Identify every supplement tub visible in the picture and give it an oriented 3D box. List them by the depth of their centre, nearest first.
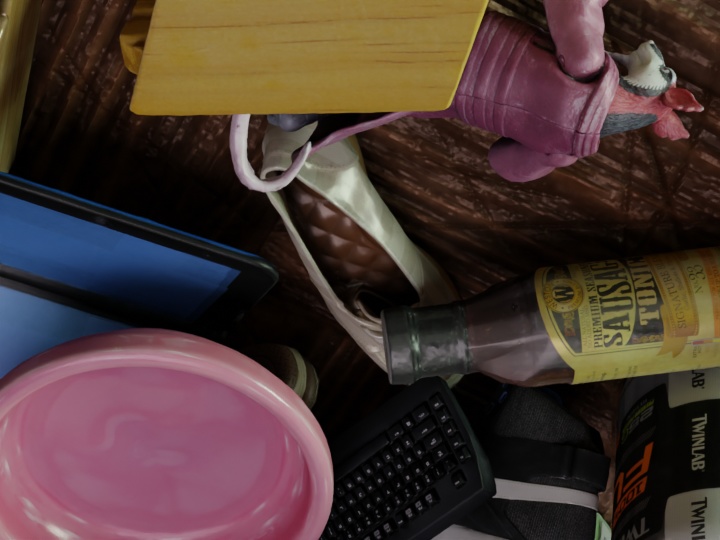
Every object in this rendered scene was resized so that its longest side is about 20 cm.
[{"bbox_3d":[0.194,0.136,0.900,0.122,0.200,0.123,5,128,7],"label":"supplement tub"}]

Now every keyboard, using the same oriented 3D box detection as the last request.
[{"bbox_3d":[-0.008,0.149,0.950,0.200,0.040,0.104,-41,72,32],"label":"keyboard"}]

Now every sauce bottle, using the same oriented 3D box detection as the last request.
[{"bbox_3d":[0.112,0.029,0.891,0.200,0.066,0.066,-9,128,-3],"label":"sauce bottle"}]

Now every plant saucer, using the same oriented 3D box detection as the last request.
[{"bbox_3d":[-0.114,0.103,0.932,0.200,0.051,0.201,0,130,0],"label":"plant saucer"}]

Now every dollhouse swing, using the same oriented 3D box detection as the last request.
[{"bbox_3d":[-0.009,-0.189,0.678,0.181,0.200,0.176,0,129,11],"label":"dollhouse swing"}]

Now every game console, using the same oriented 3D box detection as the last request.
[{"bbox_3d":[-0.169,0.037,0.921,0.200,0.118,0.171,18,96,-14],"label":"game console"}]

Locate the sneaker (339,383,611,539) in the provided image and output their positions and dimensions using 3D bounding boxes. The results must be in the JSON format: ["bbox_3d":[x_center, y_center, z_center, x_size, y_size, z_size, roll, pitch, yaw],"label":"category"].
[{"bbox_3d":[0.058,0.105,0.989,0.200,0.112,0.073,14,169,35],"label":"sneaker"}]

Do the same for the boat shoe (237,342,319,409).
[{"bbox_3d":[-0.081,0.116,1.034,0.075,0.075,0.202,18,132,-37],"label":"boat shoe"}]

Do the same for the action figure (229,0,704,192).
[{"bbox_3d":[0.059,-0.097,0.784,0.200,0.149,0.134,17,125,15],"label":"action figure"}]

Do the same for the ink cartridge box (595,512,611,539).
[{"bbox_3d":[0.136,0.254,1.106,0.145,0.048,0.200,-23,118,26],"label":"ink cartridge box"}]

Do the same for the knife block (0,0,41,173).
[{"bbox_3d":[-0.192,-0.146,0.850,0.064,0.176,0.200,18,174,-2],"label":"knife block"}]

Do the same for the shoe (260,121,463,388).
[{"bbox_3d":[0.000,0.000,0.923,0.070,0.053,0.200,-18,122,22],"label":"shoe"}]
